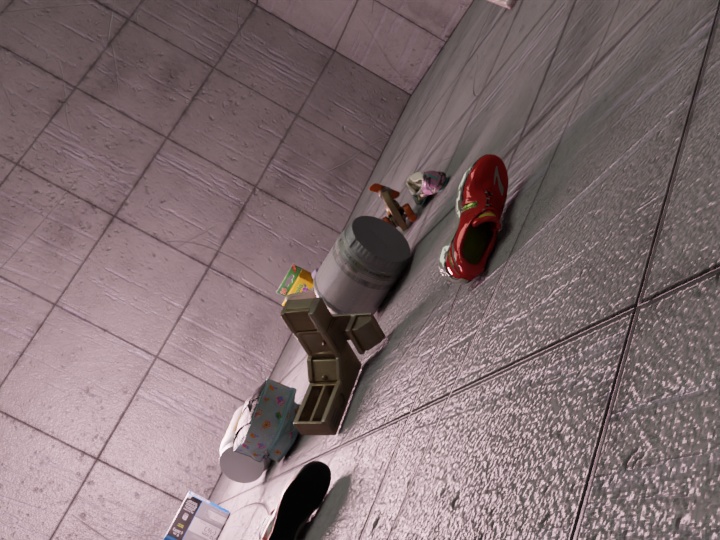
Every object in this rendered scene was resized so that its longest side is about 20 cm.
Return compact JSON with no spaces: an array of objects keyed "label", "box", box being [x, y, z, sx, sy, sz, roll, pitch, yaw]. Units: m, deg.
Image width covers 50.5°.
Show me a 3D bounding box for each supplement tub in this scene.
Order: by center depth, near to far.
[{"label":"supplement tub","box":[-0.305,0.475,2.111,0.145,0.145,0.200,-59,7,23]}]

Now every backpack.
[{"label":"backpack","box":[-0.221,0.367,1.876,0.200,0.153,0.176,111,180,-53]}]

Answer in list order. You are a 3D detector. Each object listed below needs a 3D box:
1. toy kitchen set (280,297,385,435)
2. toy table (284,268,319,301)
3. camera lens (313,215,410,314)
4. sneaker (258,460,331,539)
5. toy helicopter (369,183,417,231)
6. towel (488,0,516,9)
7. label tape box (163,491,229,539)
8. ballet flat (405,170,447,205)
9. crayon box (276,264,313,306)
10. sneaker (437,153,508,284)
[{"label":"toy kitchen set","box":[-0.056,0.178,1.437,0.163,0.200,0.181,-6,41,29]},{"label":"toy table","box":[-0.110,0.086,2.172,0.117,0.184,0.200,-51,18,8]},{"label":"camera lens","box":[0.000,0.000,1.681,0.200,0.160,0.160,-57,8,34]},{"label":"sneaker","box":[-0.118,0.404,1.301,0.202,0.067,0.108,-64,9,-2]},{"label":"toy helicopter","box":[0.083,-0.156,1.926,0.079,0.132,0.200,-32,-8,6]},{"label":"towel","box":[0.429,-0.874,2.226,0.191,0.032,0.200,43,108,48]},{"label":"label tape box","box":[-0.511,0.801,2.338,0.200,0.143,0.066,-63,6,-15]},{"label":"ballet flat","box":[0.147,-0.203,1.796,0.069,0.071,0.200,-63,6,-8]},{"label":"crayon box","box":[-0.149,0.082,2.314,0.127,0.200,0.051,-58,7,31]},{"label":"sneaker","box":[0.175,-0.074,1.077,0.085,0.077,0.200,156,132,-71]}]
